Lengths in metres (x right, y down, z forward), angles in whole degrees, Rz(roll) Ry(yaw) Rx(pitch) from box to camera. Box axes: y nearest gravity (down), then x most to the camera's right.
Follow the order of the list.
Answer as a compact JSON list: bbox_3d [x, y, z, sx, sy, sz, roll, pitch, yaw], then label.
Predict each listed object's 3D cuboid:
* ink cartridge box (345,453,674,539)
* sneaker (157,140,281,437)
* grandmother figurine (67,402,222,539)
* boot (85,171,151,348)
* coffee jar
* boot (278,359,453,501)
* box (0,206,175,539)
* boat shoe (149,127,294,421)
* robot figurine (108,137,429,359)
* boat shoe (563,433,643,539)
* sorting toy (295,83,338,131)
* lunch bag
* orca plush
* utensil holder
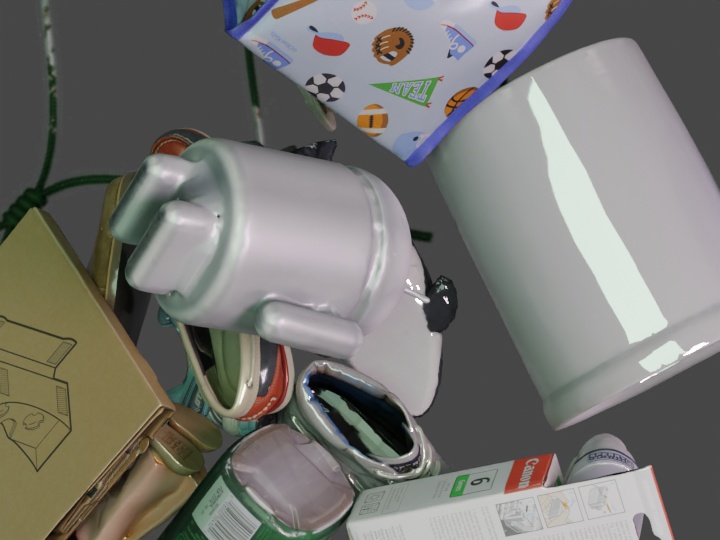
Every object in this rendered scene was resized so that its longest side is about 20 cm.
[{"bbox_3d":[0.102,0.177,1.329,0.199,0.050,0.109,-14,107,18],"label":"ink cartridge box"},{"bbox_3d":[-0.096,0.011,1.433,0.086,0.078,0.201,4,87,11],"label":"sneaker"},{"bbox_3d":[-0.174,0.180,1.417,0.061,0.121,0.200,44,114,8],"label":"grandmother figurine"},{"bbox_3d":[-0.187,0.029,1.450,0.075,0.074,0.201,9,90,18],"label":"boot"},{"bbox_3d":[-0.094,0.197,1.377,0.085,0.104,0.200,44,119,10],"label":"coffee jar"},{"bbox_3d":[0.028,0.140,1.390,0.200,0.096,0.074,38,70,8],"label":"boot"},{"bbox_3d":[-0.219,0.081,1.411,0.164,0.021,0.200,-49,53,15],"label":"box"},{"bbox_3d":[-0.098,0.001,1.370,0.071,0.062,0.201,-21,81,26],"label":"boat shoe"},{"bbox_3d":[-0.051,-0.016,1.295,0.113,0.199,0.170,-52,42,35],"label":"robot figurine"},{"bbox_3d":[0.150,0.204,1.393,0.073,0.065,0.201,14,109,1],"label":"boat shoe"},{"bbox_3d":[0.005,-0.220,1.370,0.200,0.180,0.107,-37,57,3],"label":"sorting toy"},{"bbox_3d":[0.034,-0.195,1.279,0.200,0.170,0.124,-43,39,20],"label":"lunch bag"},{"bbox_3d":[0.000,0.000,1.422,0.105,0.071,0.200,-34,103,14],"label":"orca plush"},{"bbox_3d":[0.152,-0.023,1.356,0.169,0.170,0.201,-29,81,5],"label":"utensil holder"}]
